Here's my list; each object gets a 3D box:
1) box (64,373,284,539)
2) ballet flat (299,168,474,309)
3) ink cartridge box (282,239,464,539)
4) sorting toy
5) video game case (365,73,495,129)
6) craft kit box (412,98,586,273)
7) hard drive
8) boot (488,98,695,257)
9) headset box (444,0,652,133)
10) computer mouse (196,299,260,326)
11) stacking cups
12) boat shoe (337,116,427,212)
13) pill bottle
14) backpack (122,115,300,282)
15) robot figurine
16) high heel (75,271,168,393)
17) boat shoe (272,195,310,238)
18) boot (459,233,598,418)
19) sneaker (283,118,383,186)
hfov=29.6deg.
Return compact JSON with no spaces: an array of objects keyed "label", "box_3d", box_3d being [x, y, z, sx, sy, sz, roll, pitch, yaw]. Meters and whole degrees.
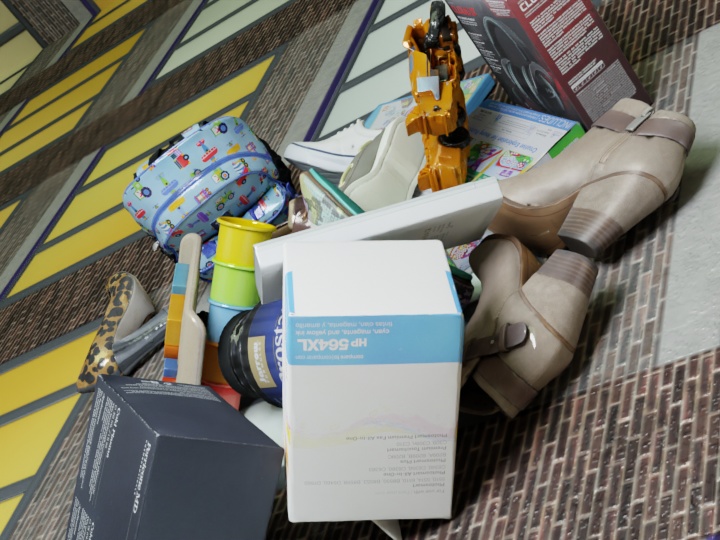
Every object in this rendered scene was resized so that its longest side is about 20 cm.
[{"label":"box","box_3d":[-0.156,0.203,1.068,0.182,0.104,0.201,25,104,65]},{"label":"ballet flat","box_3d":[0.010,-0.015,1.247,0.071,0.200,0.069,-57,-15,7]},{"label":"ink cartridge box","box_3d":[0.004,0.093,1.031,0.125,0.201,0.129,0,25,-5]},{"label":"sorting toy","box_3d":[-0.183,0.083,1.374,0.036,0.186,0.200,5,26,-11]},{"label":"video game case","box_3d":[0.055,-0.164,1.620,0.200,0.018,0.143,-8,39,50]},{"label":"craft kit box","box_3d":[0.111,-0.083,1.368,0.197,0.049,0.200,-40,23,-7]},{"label":"hard drive","box_3d":[0.011,-0.023,1.124,0.199,0.026,0.132,-16,-12,-7]},{"label":"boot","box_3d":[0.194,-0.087,1.193,0.200,0.070,0.146,23,70,49]},{"label":"headset box","box_3d":[0.174,-0.227,1.330,0.077,0.200,0.149,-42,25,-7]},{"label":"computer mouse","box_3d":[-0.101,0.043,1.383,0.200,0.044,0.110,-39,42,30]},{"label":"stacking cups","box_3d":[-0.126,0.050,1.340,0.060,0.060,0.201,-148,66,-65]},{"label":"boat shoe","box_3d":[0.010,-0.071,1.362,0.060,0.072,0.202,-29,25,45]},{"label":"pill bottle","box_3d":[-0.039,0.069,1.234,0.200,0.112,0.112,-10,37,48]},{"label":"backpack","box_3d":[-0.170,-0.083,1.561,0.182,0.135,0.200,-36,-13,1]},{"label":"robot figurine","box_3d":[0.076,-0.178,1.363,0.058,0.145,0.200,-7,43,8]},{"label":"high heel","box_3d":[-0.315,0.073,1.673,0.142,0.072,0.200,-39,32,-13]},{"label":"boat shoe","box_3d":[-0.055,-0.049,1.511,0.200,0.072,0.072,-30,26,22]},{"label":"boot","box_3d":[0.110,0.047,1.119,0.146,0.070,0.200,-55,18,-12]},{"label":"sneaker","box_3d":[-0.007,-0.135,1.571,0.200,0.073,0.071,12,74,45]}]
